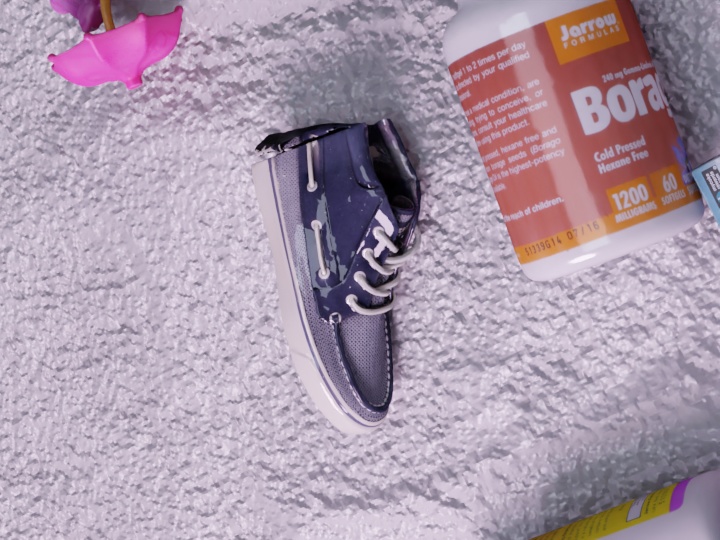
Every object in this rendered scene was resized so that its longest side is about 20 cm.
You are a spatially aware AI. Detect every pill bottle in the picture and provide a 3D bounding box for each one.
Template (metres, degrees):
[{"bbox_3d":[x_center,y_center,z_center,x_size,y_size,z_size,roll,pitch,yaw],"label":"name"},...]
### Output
[{"bbox_3d":[0.149,0.198,1.082,0.199,0.104,0.105,-26,88,30],"label":"pill bottle"},{"bbox_3d":[0.113,-0.104,1.034,0.112,0.112,0.201,-20,91,29],"label":"pill bottle"}]

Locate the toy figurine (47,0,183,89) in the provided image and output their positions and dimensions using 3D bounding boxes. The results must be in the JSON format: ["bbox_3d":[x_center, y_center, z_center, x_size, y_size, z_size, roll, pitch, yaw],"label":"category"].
[{"bbox_3d":[-0.174,-0.213,1.168,0.200,0.150,0.185,34,126,41],"label":"toy figurine"}]

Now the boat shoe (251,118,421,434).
[{"bbox_3d":[0.000,0.000,1.135,0.092,0.075,0.201,-17,92,37],"label":"boat shoe"}]

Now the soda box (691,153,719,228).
[{"bbox_3d":[0.264,0.015,1.007,0.068,0.064,0.201,-28,86,29],"label":"soda box"}]
